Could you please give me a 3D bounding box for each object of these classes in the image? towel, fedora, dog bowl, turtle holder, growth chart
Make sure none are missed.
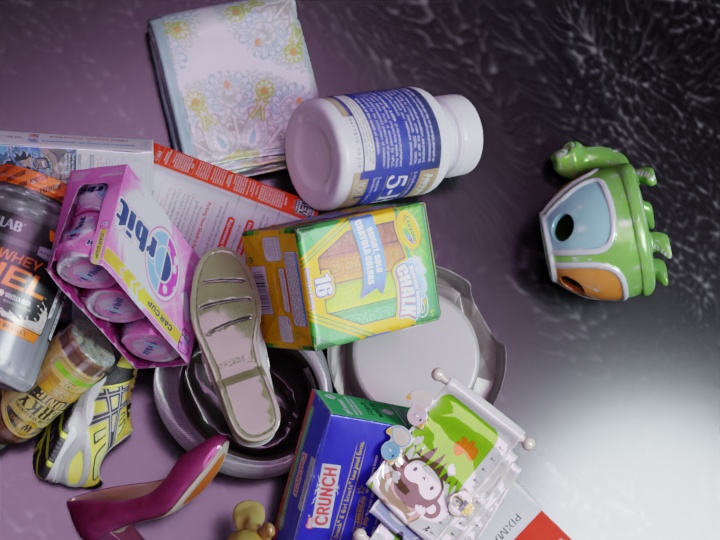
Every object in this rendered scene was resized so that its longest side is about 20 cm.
[{"bbox_3d":[-0.135,-0.200,1.815,0.170,0.048,0.202,-12,81,-15],"label":"towel"},{"bbox_3d":[-0.127,0.126,1.725,0.199,0.090,0.178,28,77,-12],"label":"fedora"},{"bbox_3d":[0.057,0.095,1.782,0.198,0.059,0.202,2,78,-10],"label":"dog bowl"},{"bbox_3d":[0.264,-0.057,1.811,0.130,0.141,0.187,-11,90,5],"label":"turtle holder"},{"bbox_3d":[0.079,0.211,1.620,0.144,0.018,0.201,28,86,6],"label":"growth chart"}]

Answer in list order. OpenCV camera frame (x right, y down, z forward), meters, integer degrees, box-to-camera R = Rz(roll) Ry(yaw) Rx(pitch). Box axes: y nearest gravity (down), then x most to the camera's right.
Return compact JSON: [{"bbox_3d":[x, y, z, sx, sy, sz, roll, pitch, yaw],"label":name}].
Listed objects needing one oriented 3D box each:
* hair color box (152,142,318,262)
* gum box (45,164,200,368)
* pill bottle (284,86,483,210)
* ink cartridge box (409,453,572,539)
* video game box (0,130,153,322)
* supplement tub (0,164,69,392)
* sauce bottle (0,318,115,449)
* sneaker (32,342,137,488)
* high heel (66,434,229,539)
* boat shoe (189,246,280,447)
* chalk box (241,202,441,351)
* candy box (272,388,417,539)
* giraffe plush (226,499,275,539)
[{"bbox_3d":[-0.154,-0.052,1.751,0.198,0.061,0.102,21,112,-5],"label":"hair color box"},{"bbox_3d":[-0.226,-0.004,1.595,0.066,0.200,0.114,-5,56,21],"label":"gum box"},{"bbox_3d":[0.030,-0.136,1.774,0.199,0.119,0.121,-11,80,-33],"label":"pill bottle"},{"bbox_3d":[0.110,0.306,1.679,0.200,0.044,0.174,-46,114,-2],"label":"ink cartridge box"},{"bbox_3d":[-0.308,-0.042,1.695,0.180,0.047,0.202,2,114,-10],"label":"video game box"},{"bbox_3d":[-0.343,0.007,1.587,0.122,0.123,0.202,19,78,-6],"label":"supplement tub"},{"bbox_3d":[-0.335,0.132,1.661,0.200,0.065,0.065,-42,87,20],"label":"sauce bottle"},{"bbox_3d":[-0.268,0.133,1.708,0.076,0.075,0.201,27,92,-29],"label":"sneaker"},{"bbox_3d":[-0.218,0.213,1.666,0.096,0.067,0.200,47,117,10],"label":"high heel"},{"bbox_3d":[-0.131,0.080,1.646,0.074,0.068,0.202,-9,77,-12],"label":"boat shoe"},{"bbox_3d":[0.000,0.000,1.672,0.199,0.123,0.126,-14,97,-30],"label":"chalk box"},{"bbox_3d":[0.026,0.229,1.691,0.198,0.077,0.171,12,101,-23],"label":"candy box"},{"bbox_3d":[-0.137,0.317,1.617,0.162,0.200,0.173,-34,84,0],"label":"giraffe plush"}]
